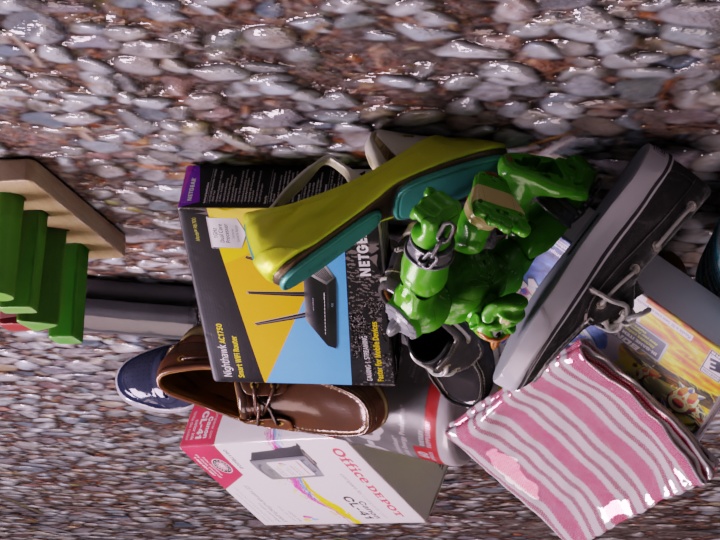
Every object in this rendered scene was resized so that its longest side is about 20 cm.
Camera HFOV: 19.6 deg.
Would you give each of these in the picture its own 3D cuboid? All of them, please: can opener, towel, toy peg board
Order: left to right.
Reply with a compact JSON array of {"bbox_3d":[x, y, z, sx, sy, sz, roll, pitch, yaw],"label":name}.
[{"bbox_3d":[-0.314,-0.007,1.640,0.199,0.098,0.200,-2,163,14],"label":"toy peg board"},{"bbox_3d":[-0.158,0.028,1.841,0.200,0.053,0.067,1,129,-1],"label":"can opener"},{"bbox_3d":[0.163,0.138,1.585,0.146,0.030,0.200,42,142,-7],"label":"towel"}]

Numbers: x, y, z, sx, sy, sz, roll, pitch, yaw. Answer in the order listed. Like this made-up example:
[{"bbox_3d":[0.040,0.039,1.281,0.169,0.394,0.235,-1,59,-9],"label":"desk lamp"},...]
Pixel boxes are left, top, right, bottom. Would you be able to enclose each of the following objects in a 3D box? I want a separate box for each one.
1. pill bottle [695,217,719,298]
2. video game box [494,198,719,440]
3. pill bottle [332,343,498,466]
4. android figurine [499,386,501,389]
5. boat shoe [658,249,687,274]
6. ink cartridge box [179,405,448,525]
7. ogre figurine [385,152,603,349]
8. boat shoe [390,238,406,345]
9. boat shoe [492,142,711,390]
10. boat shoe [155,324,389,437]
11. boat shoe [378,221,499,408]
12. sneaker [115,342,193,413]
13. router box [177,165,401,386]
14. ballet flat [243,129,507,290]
[{"bbox_3d":[0.307,-0.001,1.530,0.111,0.111,0.200,2,163,2],"label":"pill bottle"},{"bbox_3d":[0.183,0.051,1.561,0.200,0.047,0.182,36,145,14],"label":"video game box"},{"bbox_3d":[0.005,0.089,1.748,0.200,0.114,0.114,11,168,23],"label":"pill bottle"},{"bbox_3d":[0.048,0.082,1.851,0.200,0.041,0.182,34,147,-15],"label":"android figurine"},{"bbox_3d":[0.233,0.027,1.706,0.074,0.076,0.200,-23,173,-1],"label":"boat shoe"},{"bbox_3d":[-0.041,0.163,1.908,0.200,0.086,0.148,-6,140,39],"label":"ink cartridge box"},{"bbox_3d":[0.084,-0.016,1.428,0.098,0.200,0.120,31,121,5],"label":"ogre figurine"},{"bbox_3d":[0.000,0.000,1.657,0.200,0.065,0.074,30,131,-20],"label":"boat shoe"},{"bbox_3d":[0.170,0.010,1.453,0.068,0.199,0.074,35,180,-4],"label":"boat shoe"},{"bbox_3d":[-0.074,0.101,1.685,0.200,0.072,0.068,14,-150,25],"label":"boat shoe"},{"bbox_3d":[0.056,0.048,1.575,0.072,0.068,0.200,13,148,24],"label":"boat shoe"},{"bbox_3d":[-0.142,0.092,1.999,0.200,0.070,0.109,-2,166,2],"label":"sneaker"},{"bbox_3d":[-0.050,0.006,1.584,0.149,0.051,0.200,1,137,8],"label":"router box"},{"bbox_3d":[0.007,-0.058,1.435,0.200,0.067,0.067,-29,163,-17],"label":"ballet flat"}]
